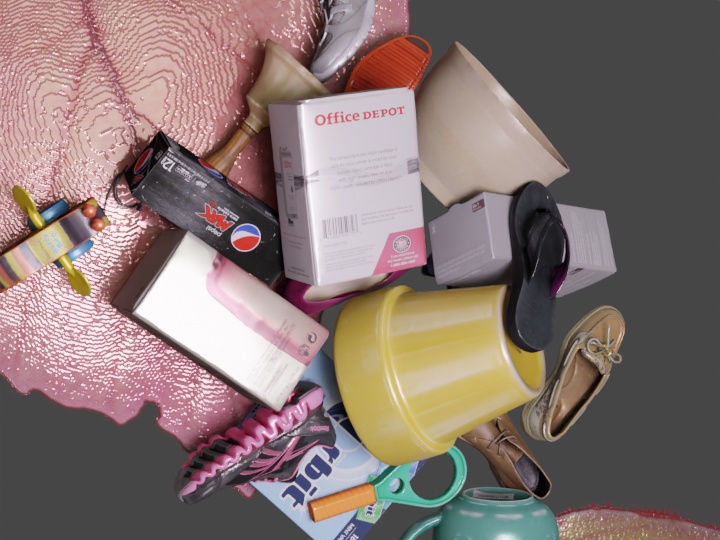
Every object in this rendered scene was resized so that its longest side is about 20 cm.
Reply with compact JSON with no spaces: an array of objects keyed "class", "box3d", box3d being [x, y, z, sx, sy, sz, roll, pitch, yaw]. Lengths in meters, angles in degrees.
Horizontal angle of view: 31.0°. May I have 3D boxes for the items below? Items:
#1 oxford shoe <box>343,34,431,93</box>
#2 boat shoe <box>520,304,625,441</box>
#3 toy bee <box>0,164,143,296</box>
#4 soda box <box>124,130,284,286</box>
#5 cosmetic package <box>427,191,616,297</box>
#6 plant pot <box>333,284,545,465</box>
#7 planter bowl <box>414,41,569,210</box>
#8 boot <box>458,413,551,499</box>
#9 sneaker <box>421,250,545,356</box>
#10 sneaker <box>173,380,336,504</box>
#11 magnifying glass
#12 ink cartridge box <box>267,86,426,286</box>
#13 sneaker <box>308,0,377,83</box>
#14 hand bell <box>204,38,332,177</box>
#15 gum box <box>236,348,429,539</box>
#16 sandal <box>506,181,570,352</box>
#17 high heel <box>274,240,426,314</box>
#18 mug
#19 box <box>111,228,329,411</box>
[{"class":"oxford shoe","box3d":[0.012,-0.193,1.528,0.071,0.073,0.200,38,77,13]},{"class":"boat shoe","box3d":[0.282,0.133,1.646,0.073,0.063,0.200,36,79,-18]},{"class":"toy bee","box3d":[-0.316,-0.049,1.385,0.131,0.109,0.200,37,80,-17]},{"class":"soda box","box3d":[-0.161,-0.067,1.441,0.200,0.063,0.071,35,101,-29]},{"class":"cosmetic package","box3d":[0.188,-0.027,1.515,0.200,0.107,0.090,2,71,-35]},{"class":"plant pot","box3d":[0.098,0.103,1.464,0.189,0.201,0.201,-17,102,24]},{"class":"planter bowl","box3d":[0.129,-0.148,1.522,0.135,0.200,0.200,-42,108,14]},{"class":"boot","box3d":[0.169,0.203,1.601,0.074,0.075,0.200,-42,105,-12]},{"class":"sneaker","box3d":[0.147,0.047,1.594,0.090,0.078,0.200,-39,96,-5]},{"class":"sneaker","box3d":[-0.111,0.212,1.454,0.200,0.079,0.095,-32,113,-13]},{"class":"magnifying glass","box3d":[0.034,0.256,1.532,0.200,0.022,0.080,-14,99,-18]},{"class":"ink cartridge box","box3d":[-0.013,-0.095,1.428,0.146,0.083,0.200,-11,103,-28]},{"class":"sneaker","box3d":[-0.025,-0.310,1.511,0.082,0.075,0.200,26,71,-14]},{"class":"hand bell","box3d":[-0.132,-0.154,1.477,0.104,0.104,0.200,41,91,-18]},{"class":"gum box","box3d":[-0.042,0.216,1.535,0.200,0.045,0.170,44,78,-16]},{"class":"sandal","box3d":[0.202,-0.007,1.418,0.075,0.048,0.201,23,61,-33]},{"class":"high heel","box3d":[0.000,0.000,1.514,0.200,0.096,0.067,-15,97,-20]},{"class":"mug","box3d":[0.150,0.325,1.552,0.185,0.152,0.115,1,92,-40]},{"class":"box","box3d":[-0.156,0.053,1.440,0.200,0.128,0.109,37,79,-19]}]
